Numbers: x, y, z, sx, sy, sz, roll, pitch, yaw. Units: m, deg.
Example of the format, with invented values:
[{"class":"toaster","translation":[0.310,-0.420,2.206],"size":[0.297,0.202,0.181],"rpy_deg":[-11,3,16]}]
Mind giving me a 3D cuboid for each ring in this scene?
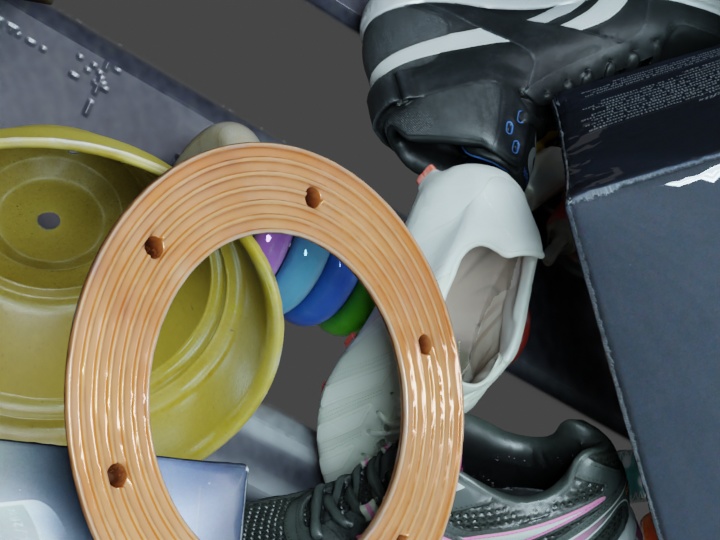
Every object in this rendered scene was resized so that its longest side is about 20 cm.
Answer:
[{"class":"ring","translation":[-0.033,0.052,0.659],"size":[0.199,0.019,0.203],"rpy_deg":[7,79,-42]}]

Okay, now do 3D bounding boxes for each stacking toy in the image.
[{"class":"stacking toy","translation":[0.000,0.000,0.836],"size":[0.198,0.085,0.086],"rpy_deg":[21,70,-30]}]

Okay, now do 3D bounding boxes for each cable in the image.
[{"class":"cable","translation":[0.136,-0.075,0.927],"size":[0.097,0.050,0.200],"rpy_deg":[40,65,8]}]

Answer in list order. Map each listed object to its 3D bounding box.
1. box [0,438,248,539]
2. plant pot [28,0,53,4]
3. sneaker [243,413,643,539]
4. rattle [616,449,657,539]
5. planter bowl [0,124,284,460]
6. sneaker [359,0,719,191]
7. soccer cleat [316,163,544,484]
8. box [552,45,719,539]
[{"class":"box","translation":[-0.156,0.170,0.666],"size":[0.196,0.123,0.203],"rpy_deg":[7,76,-14]},{"class":"plant pot","translation":[-0.225,-0.210,0.711],"size":[0.197,0.187,0.190],"rpy_deg":[0,79,-13]},{"class":"sneaker","translation":[0.025,0.101,0.761],"size":[0.197,0.081,0.087],"rpy_deg":[-9,126,-1]},{"class":"rattle","translation":[0.227,0.096,0.959],"size":[0.129,0.143,0.201],"rpy_deg":[32,78,17]},{"class":"planter bowl","translation":[-0.134,0.001,0.729],"size":[0.199,0.201,0.084],"rpy_deg":[20,35,-23]},{"class":"sneaker","translation":[0.100,-0.084,0.870],"size":[0.197,0.073,0.113],"rpy_deg":[-1,59,-3]},{"class":"soccer cleat","translation":[0.029,0.046,0.782],"size":[0.069,0.202,0.078],"rpy_deg":[3,34,-25]},{"class":"box","translation":[0.167,0.022,0.741],"size":[0.122,0.199,0.202],"rpy_deg":[-15,106,10]}]
